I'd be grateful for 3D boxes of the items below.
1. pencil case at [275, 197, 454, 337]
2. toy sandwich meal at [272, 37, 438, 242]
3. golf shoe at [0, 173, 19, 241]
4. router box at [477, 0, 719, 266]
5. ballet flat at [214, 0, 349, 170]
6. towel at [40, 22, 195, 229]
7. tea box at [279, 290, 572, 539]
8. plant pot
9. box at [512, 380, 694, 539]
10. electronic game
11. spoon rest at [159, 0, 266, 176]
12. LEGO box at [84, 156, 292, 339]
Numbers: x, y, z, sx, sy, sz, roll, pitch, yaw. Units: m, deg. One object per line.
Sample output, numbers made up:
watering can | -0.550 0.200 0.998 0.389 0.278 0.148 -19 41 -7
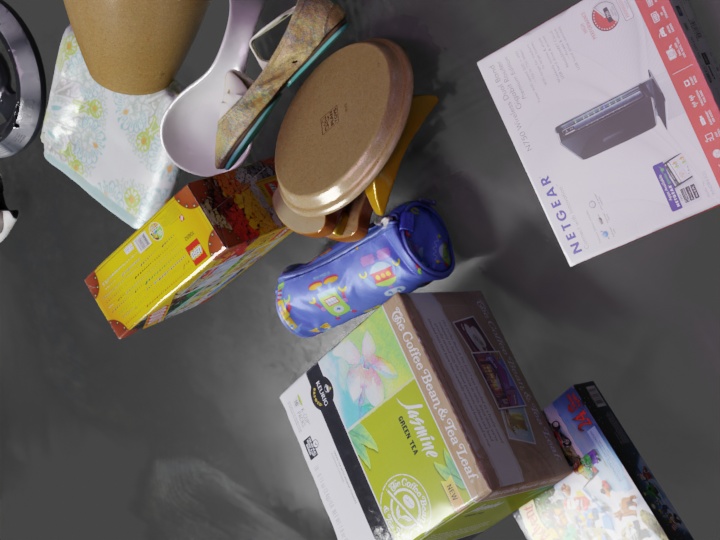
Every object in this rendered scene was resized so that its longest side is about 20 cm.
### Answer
pencil case | 0.000 0.000 1.148 0.199 0.079 0.087 -26 124 37
toy sandwich meal | -0.007 -0.122 1.106 0.204 0.070 0.207 -28 48 37
golf shoe | -0.499 -0.122 1.470 0.094 0.078 0.201 -33 86 19
router box | 0.219 -0.128 0.981 0.179 0.049 0.202 -26 89 37
ballet flat | -0.094 -0.191 1.136 0.071 0.071 0.200 45 104 14
towel | -0.277 -0.162 1.311 0.199 0.048 0.172 35 122 21
tea box | 0.057 0.153 1.098 0.197 0.133 0.201 -43 62 34
plant pot | -0.229 -0.287 1.174 0.186 0.186 0.201 34 134 21
box | 0.213 0.224 1.069 0.137 0.037 0.201 -47 62 34
electronic game | -0.457 -0.237 1.413 0.198 0.042 0.202 11 111 30
spoon rest | -0.146 -0.186 1.196 0.098 0.061 0.202 15 116 -12
LEGO box | -0.171 -0.024 1.217 0.199 0.148 0.078 -36 84 37
